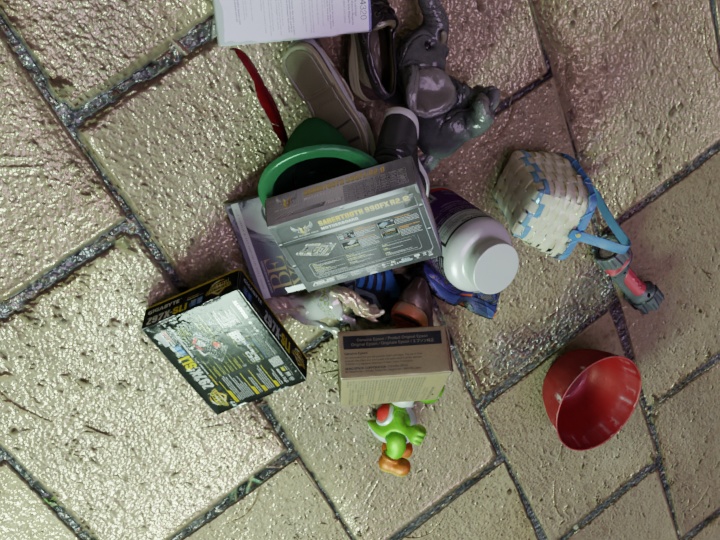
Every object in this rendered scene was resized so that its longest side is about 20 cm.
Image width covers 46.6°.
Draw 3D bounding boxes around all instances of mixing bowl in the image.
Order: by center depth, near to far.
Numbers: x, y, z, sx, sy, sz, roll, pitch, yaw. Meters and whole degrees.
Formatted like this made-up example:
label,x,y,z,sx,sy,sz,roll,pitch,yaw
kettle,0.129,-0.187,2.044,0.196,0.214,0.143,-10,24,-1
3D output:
label,x,y,z,sx,sy,sz,roll,pitch,yaw
mixing bowl,0.417,0.226,1.580,0.197,0.108,0.203,-12,118,-23

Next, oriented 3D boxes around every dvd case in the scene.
label,x,y,z,sx,sy,sz,roll,pitch,yaw
dvd case,-0.073,-0.048,1.167,0.197,0.016,0.151,-13,112,10

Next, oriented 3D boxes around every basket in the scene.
label,x,y,z,sx,sy,sz,roll,pitch,yaw
basket,0.320,-0.105,1.331,0.197,0.177,0.140,9,125,-17

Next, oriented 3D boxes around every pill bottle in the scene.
label,x,y,z,sx,sy,sz,roll,pitch,yaw
pill bottle,0.148,-0.043,1.244,0.111,0.200,0.114,-12,120,-22

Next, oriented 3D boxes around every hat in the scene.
label,x,y,z,sx,sy,sz,roll,pitch,yaw
hat,-0.061,-0.177,1.101,0.163,0.178,0.201,-12,146,6

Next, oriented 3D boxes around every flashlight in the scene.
label,x,y,z,sx,sy,sz,roll,pitch,yaw
flashlight,0.499,0.008,1.543,0.199,0.068,0.068,39,90,-35

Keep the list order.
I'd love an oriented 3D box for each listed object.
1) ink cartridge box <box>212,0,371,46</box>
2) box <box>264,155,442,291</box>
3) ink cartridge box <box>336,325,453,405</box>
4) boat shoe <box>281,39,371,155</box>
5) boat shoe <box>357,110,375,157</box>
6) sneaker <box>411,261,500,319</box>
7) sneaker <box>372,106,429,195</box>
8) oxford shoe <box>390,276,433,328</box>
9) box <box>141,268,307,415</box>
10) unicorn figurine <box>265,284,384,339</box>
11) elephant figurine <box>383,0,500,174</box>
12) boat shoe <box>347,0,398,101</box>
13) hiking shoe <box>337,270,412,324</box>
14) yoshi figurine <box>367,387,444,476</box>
label,x,y,z,sx,sy,sz,roll,pitch,yaw
ink cartridge box,-0.089,-0.385,1.020,0.197,0.043,0.199,-8,117,-10
box,-0.005,-0.055,1.084,0.197,0.049,0.159,-16,143,10
ink cartridge box,0.046,0.148,1.268,0.162,0.076,0.200,-4,160,-4
boat shoe,-0.036,-0.219,1.120,0.074,0.069,0.202,-14,119,20
boat shoe,-0.008,-0.126,1.202,0.071,0.060,0.205,-2,100,8
sneaker,0.159,0.016,1.368,0.198,0.075,0.079,21,94,-42
sneaker,0.049,-0.119,1.160,0.201,0.070,0.100,78,28,-52
oxford shoe,0.093,0.071,1.318,0.200,0.070,0.074,81,32,-70
box,-0.188,0.107,1.192,0.158,0.050,0.201,-21,127,16
unicorn figurine,-0.067,0.062,1.241,0.136,0.075,0.199,28,134,-34
elephant figurine,0.089,-0.266,1.161,0.200,0.140,0.157,40,51,-29
boat shoe,0.020,-0.325,1.098,0.073,0.064,0.203,-26,117,-43
hiking shoe,0.000,0.000,1.273,0.087,0.074,0.200,-54,136,-4
yoshi figurine,0.090,0.242,1.420,0.111,0.112,0.203,-11,117,-41
